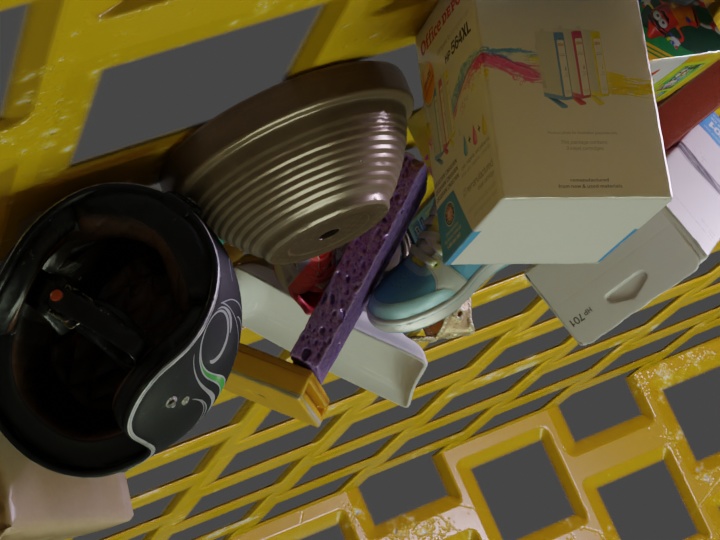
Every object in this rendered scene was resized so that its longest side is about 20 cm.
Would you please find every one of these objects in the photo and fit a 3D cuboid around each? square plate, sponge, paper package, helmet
[{"bbox_3d":[-0.030,0.058,1.885,0.029,0.197,0.200,-62,176,-16],"label":"square plate"},{"bbox_3d":[0.000,0.000,1.714,0.201,0.030,0.112,-62,173,-9],"label":"sponge"},{"bbox_3d":[-0.281,0.122,1.553,0.103,0.192,0.200,-16,170,19],"label":"paper package"},{"bbox_3d":[-0.180,0.045,1.437,0.199,0.201,0.191,-21,160,-17],"label":"helmet"}]

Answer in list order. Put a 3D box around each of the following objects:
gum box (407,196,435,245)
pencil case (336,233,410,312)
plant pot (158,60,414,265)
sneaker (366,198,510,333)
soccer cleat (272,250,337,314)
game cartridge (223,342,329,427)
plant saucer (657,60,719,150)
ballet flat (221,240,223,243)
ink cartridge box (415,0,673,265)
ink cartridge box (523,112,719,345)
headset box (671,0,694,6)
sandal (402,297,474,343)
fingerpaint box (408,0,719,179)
[{"bbox_3d":[0.147,-0.076,1.902,0.169,0.045,0.200,-18,165,-27],"label":"gum box"},{"bbox_3d":[0.001,0.009,1.886,0.090,0.078,0.200,-50,173,-13],"label":"pencil case"},{"bbox_3d":[-0.042,-0.066,1.475,0.200,0.093,0.201,-23,168,-5],"label":"plant pot"},{"bbox_3d":[0.073,-0.044,1.716,0.200,0.079,0.131,-37,132,-18],"label":"sneaker"},{"bbox_3d":[-0.041,-0.021,1.692,0.066,0.077,0.200,-22,167,-12],"label":"soccer cleat"},{"bbox_3d":[-0.128,0.077,1.740,0.176,0.199,0.033,72,42,-78],"label":"game cartridge"},{"bbox_3d":[0.254,-0.127,1.707,0.200,0.037,0.200,-38,-178,-1],"label":"plant saucer"},{"bbox_3d":[-0.175,0.013,1.568,0.201,0.072,0.072,-56,174,-13],"label":"ballet flat"},{"bbox_3d":[0.119,-0.119,1.369,0.124,0.202,0.129,-1,160,-17],"label":"ink cartridge box"},{"bbox_3d":[0.244,-0.039,1.691,0.146,0.086,0.200,-38,-178,33],"label":"ink cartridge box"},{"bbox_3d":[0.215,-0.252,1.200,0.174,0.093,0.200,-31,166,27],"label":"headset box"},{"bbox_3d":[0.095,0.032,1.997,0.212,0.070,0.078,-47,179,-32],"label":"sandal"},{"bbox_3d":[0.162,-0.147,1.575,0.166,0.074,0.200,-13,163,-45],"label":"fingerpaint box"}]
